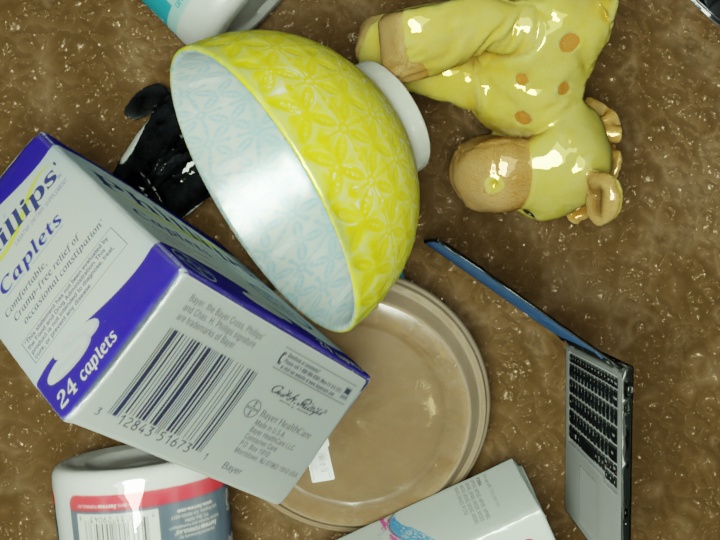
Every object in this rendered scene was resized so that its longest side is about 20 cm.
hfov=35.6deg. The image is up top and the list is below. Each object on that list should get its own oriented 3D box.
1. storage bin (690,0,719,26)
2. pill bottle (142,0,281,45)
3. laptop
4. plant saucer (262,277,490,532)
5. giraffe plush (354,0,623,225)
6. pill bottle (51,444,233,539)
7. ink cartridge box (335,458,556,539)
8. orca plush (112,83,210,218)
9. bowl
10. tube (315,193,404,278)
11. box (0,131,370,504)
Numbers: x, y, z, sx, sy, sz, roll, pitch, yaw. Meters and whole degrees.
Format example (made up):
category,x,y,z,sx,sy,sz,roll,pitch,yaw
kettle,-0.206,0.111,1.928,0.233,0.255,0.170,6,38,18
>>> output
category,x,y,z,sx,sy,sz,roll,pitch,yaw
storage bin,0.229,-0.270,0.750,0.200,0.135,0.094,43,91,0
pill bottle,-0.140,-0.252,0.767,0.200,0.111,0.111,44,91,0
laptop,0.102,0.080,0.734,0.115,0.187,0.201,0,91,1
plant saucer,-0.006,0.098,0.795,0.199,0.029,0.201,0,104,2
giraffe plush,0.108,-0.107,0.750,0.199,0.173,0.163,-8,103,18
pill bottle,-0.144,0.226,0.773,0.119,0.120,0.201,-5,92,1
ink cartridge box,0.053,0.244,0.774,0.200,0.083,0.146,-25,105,1
orca plush,-0.148,-0.078,0.790,0.200,0.071,0.105,-29,91,1
bowl,-0.021,-0.073,0.706,0.108,0.200,0.200,-33,91,-19
tube,0.000,0.000,0.807,0.077,0.050,0.201,-7,96,11
box,-0.127,0.029,0.697,0.105,0.184,0.200,-53,48,1
